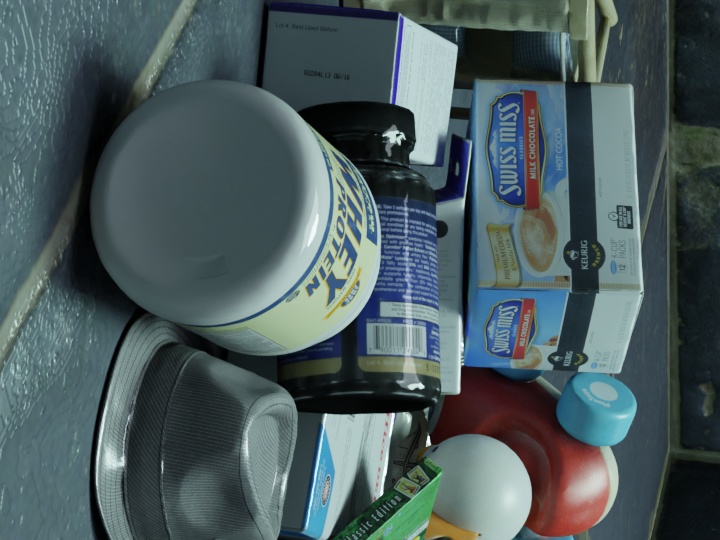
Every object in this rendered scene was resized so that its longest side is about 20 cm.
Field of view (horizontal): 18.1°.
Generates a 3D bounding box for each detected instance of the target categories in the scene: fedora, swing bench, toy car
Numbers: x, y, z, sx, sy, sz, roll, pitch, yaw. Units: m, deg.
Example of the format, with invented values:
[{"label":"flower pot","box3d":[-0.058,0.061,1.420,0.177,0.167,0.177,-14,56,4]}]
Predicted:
[{"label":"fedora","box3d":[-0.093,0.119,1.450,0.200,0.090,0.177,71,28,-58]},{"label":"swing bench","box3d":[0.099,-0.219,1.843,0.200,0.198,0.130,71,28,-59]},{"label":"toy car","box3d":[0.092,0.161,1.823,0.200,0.177,0.185,-18,139,-46]}]

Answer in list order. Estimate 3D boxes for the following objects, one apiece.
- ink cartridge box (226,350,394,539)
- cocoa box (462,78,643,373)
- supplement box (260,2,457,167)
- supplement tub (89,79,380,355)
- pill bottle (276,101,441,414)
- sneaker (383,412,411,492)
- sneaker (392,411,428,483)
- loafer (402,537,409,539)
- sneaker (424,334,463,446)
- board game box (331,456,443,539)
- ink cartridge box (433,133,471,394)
[{"label":"ink cartridge box","box3d":[-0.041,0.127,1.667,0.200,0.083,0.146,42,55,-72]},{"label":"cocoa box","box3d":[0.148,-0.036,1.798,0.134,0.131,0.201,94,-3,-60]},{"label":"supplement box","box3d":[0.001,-0.136,1.692,0.200,0.101,0.104,-1,97,-75]},{"label":"supplement tub","box3d":[-0.069,-0.026,1.380,0.200,0.144,0.146,35,62,-73]},{"label":"pill bottle","box3d":[-0.003,-0.007,1.524,0.112,0.111,0.201,35,53,-73]},{"label":"sneaker","box3d":[-0.019,0.170,1.838,0.083,0.080,0.201,-1,103,-46]},{"label":"sneaker","box3d":[0.014,0.179,1.918,0.088,0.075,0.201,-65,155,-52]},{"label":"loafer","box3d":[0.029,0.268,1.681,0.070,0.075,0.200,-41,156,-27]},{"label":"sneaker","box3d":[0.049,0.132,2.017,0.099,0.078,0.201,37,-58,54]},{"label":"board game box","box3d":[-0.018,0.226,1.648,0.200,0.023,0.105,-39,155,-31]},{"label":"ink cartridge box","box3d":[0.060,-0.011,1.833,0.198,0.043,0.201,-114,-153,-85]}]
